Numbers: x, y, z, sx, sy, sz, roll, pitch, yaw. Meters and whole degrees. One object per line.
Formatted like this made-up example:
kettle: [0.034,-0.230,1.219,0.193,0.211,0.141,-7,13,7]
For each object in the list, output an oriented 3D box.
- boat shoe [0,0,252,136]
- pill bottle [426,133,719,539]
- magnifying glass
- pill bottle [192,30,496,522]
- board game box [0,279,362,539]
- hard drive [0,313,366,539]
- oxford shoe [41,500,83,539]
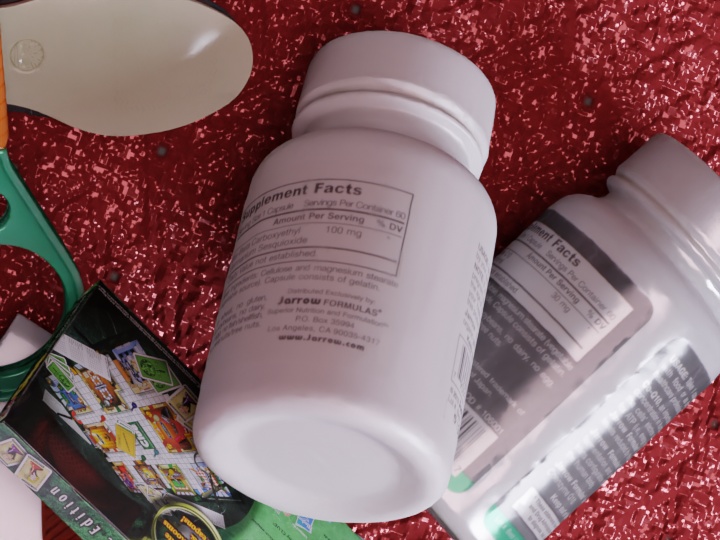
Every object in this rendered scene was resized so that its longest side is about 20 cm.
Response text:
boat shoe: [-0.149,-0.100,1.299,0.199,0.063,0.071,-3,112,-14]
pill bottle: [0.098,0.037,1.363,0.200,0.113,0.113,-42,108,-3]
magnifying glass: [-0.164,-0.035,1.277,0.079,0.022,0.201,-7,113,-11]
pill bottle: [0.000,0.000,1.292,0.114,0.114,0.201,23,59,-17]
board game box: [-0.069,0.106,1.277,0.200,0.105,0.023,46,127,-13]
hard drive: [-0.109,0.130,1.340,0.200,0.027,0.132,33,81,-5]
oxford shoe: [-0.090,0.143,1.301,0.072,0.071,0.201,-8,78,-32]
